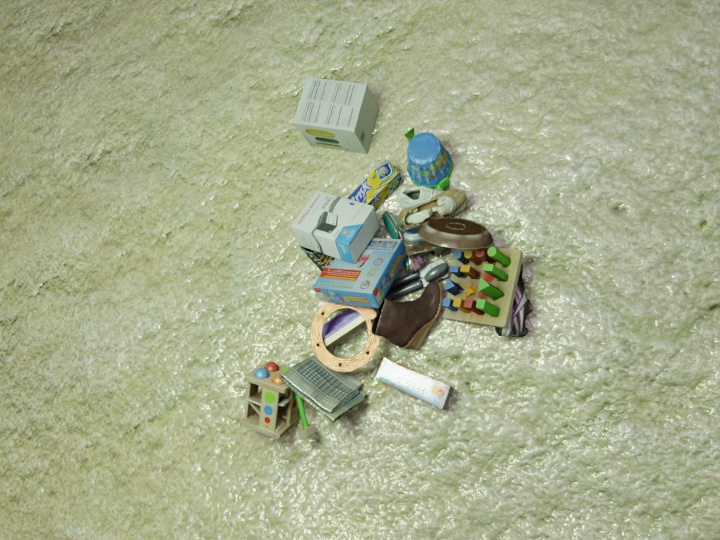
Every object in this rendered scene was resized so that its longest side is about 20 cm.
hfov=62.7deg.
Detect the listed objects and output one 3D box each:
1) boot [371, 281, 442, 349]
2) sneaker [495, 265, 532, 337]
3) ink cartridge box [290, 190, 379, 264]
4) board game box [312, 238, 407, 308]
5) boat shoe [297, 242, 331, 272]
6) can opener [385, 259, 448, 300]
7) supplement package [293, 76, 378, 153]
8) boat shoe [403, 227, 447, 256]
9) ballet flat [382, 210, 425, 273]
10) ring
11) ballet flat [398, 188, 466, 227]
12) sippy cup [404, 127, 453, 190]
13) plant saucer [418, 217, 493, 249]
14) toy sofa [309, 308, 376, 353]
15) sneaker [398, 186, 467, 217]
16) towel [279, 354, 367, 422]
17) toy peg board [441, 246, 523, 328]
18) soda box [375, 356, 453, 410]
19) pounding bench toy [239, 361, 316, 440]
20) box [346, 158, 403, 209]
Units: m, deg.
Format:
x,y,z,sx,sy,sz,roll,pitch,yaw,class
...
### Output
x,y,z,sx,sy,sz,roll,pitch,yaw,class
0.126,0.102,1.556,0.072,0.164,0.204,18,84,55,boot
0.408,0.081,1.542,0.084,0.080,0.205,13,77,-5,sneaker
-0.069,-0.122,1.617,0.196,0.085,0.146,18,60,28,ink cartridge box
0.000,0.000,1.588,0.196,0.056,0.198,5,49,35,board game box
-0.107,-0.034,1.698,0.199,0.091,0.071,40,88,21,boat shoe
0.149,0.024,1.623,0.196,0.067,0.054,-24,70,8,can opener
-0.070,-0.462,1.768,0.195,0.152,0.154,12,79,18,supplement package
0.205,-0.079,1.612,0.195,0.072,0.074,-4,112,-19,boat shoe
0.127,-0.086,1.660,0.070,0.070,0.203,-18,64,-11,ballet flat
-0.040,0.168,1.578,0.195,0.019,0.206,-2,79,12,ring
0.198,-0.162,1.607,0.196,0.066,0.072,-23,109,12,ballet flat
0.188,-0.318,1.669,0.174,0.130,0.143,21,82,19,sippy cup
0.247,-0.102,1.532,0.195,0.200,0.033,10,112,18,plant saucer
-0.043,0.150,1.636,0.198,0.083,0.099,-34,70,5,toy sofa
0.200,-0.196,1.659,0.195,0.080,0.072,2,68,15,sneaker
-0.090,0.301,1.560,0.198,0.191,0.035,34,113,19,towel
0.293,0.026,1.523,0.196,0.097,0.205,5,75,45,toy peg board
0.141,0.296,1.552,0.196,0.068,0.065,21,82,21,soda box
-0.202,0.345,1.578,0.195,0.124,0.160,14,104,19,pounding bench toy
0.031,-0.222,1.720,0.200,0.070,0.064,-46,66,0,box
